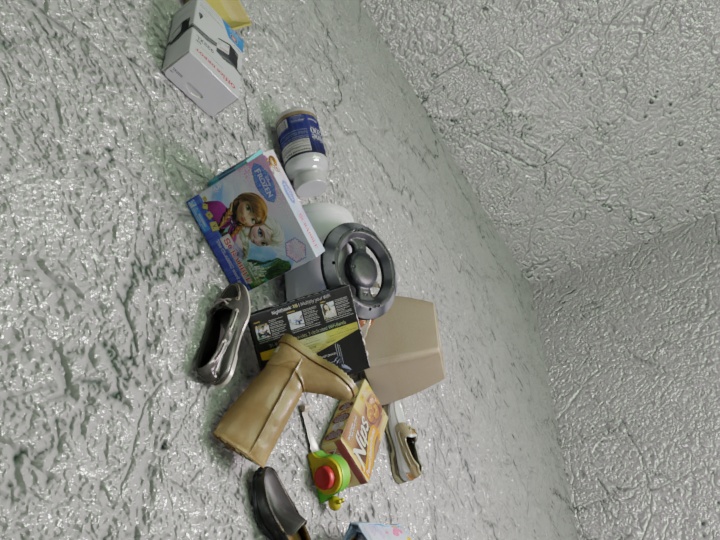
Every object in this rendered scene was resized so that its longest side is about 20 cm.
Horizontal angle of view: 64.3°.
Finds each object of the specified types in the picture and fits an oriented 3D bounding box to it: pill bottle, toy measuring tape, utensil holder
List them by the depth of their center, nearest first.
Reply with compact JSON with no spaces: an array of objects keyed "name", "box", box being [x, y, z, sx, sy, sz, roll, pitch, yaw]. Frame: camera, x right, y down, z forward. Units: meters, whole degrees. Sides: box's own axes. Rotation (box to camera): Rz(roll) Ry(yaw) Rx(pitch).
[{"name":"toy measuring tape","box":[-0.063,0.349,1.091,0.073,0.072,0.204,14,58,-59]},{"name":"utensil holder","box":[-0.085,-0.014,1.239,0.169,0.167,0.204,30,45,-51]},{"name":"pill bottle","box":[-0.141,-0.291,1.422,0.110,0.109,0.204,17,54,-58]}]

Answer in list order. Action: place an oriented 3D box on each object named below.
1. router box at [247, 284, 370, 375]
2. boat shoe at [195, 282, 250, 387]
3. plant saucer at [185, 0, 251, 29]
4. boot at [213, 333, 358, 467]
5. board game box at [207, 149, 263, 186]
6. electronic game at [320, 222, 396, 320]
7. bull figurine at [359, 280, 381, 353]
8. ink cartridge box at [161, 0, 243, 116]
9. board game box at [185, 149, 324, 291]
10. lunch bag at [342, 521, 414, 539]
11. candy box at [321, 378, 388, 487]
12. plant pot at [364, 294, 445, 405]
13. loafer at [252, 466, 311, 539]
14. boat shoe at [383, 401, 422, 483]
[{"name":"router box","box":[-0.095,0.129,1.050,0.052,0.196,0.161,-179,-106,-75]},{"name":"boat shoe","box":[-0.233,0.095,0.970,0.057,0.066,0.204,47,35,-43]},{"name":"plant saucer","box":[-0.365,-0.655,1.358,0.202,0.048,0.201,59,27,-18]},{"name":"boot","box":[-0.119,0.233,0.954,0.173,0.066,0.202,33,60,-2]},{"name":"board game box","box":[-0.193,-0.117,1.123,0.047,0.149,0.202,-48,114,-39]},{"name":"electronic game","box":[0.000,0.000,1.163,0.197,0.041,0.205,17,63,-36]},{"name":"bull figurine","box":[-0.002,0.091,1.277,0.065,0.120,0.203,28,38,-45]},{"name":"ink cartridge box","box":[-0.329,-0.457,1.219,0.145,0.082,0.204,40,36,-45]},{"name":"board game box","box":[-0.193,-0.081,1.042,0.203,0.197,0.041,61,27,-8]},{"name":"lunch bag","box":[0.030,0.566,1.033,0.169,0.125,0.205,31,52,-48]},{"name":"candy box","box":[-0.007,0.342,1.223,0.117,0.054,0.201,59,27,-16]},{"name":"plant pot","box":[0.107,0.181,1.376,0.202,0.173,0.203,70,15,-49]},{"name":"loafer","box":[-0.115,0.412,0.931,0.073,0.071,0.204,-19,86,-64]},{"name":"boat shoe","box":[0.106,0.402,1.384,0.074,0.067,0.204,28,45,-53]}]
